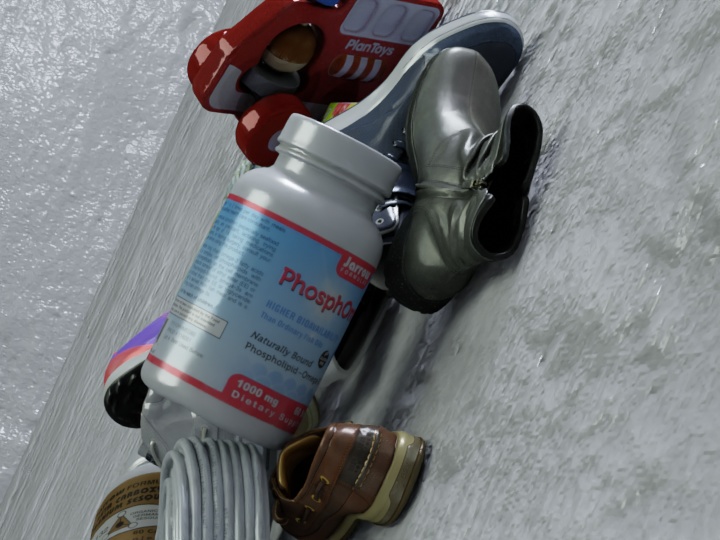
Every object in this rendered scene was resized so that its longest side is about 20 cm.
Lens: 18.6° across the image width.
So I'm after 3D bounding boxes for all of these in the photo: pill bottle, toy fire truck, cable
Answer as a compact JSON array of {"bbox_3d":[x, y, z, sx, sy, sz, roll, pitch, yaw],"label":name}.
[{"bbox_3d":[-0.053,0.006,1.423,0.201,0.108,0.109,-64,11,-2],"label":"pill bottle"},{"bbox_3d":[-0.040,-0.180,1.840,0.168,0.199,0.112,-56,52,25],"label":"toy fire truck"},{"bbox_3d":[-0.097,0.209,1.418,0.200,0.069,0.201,-107,21,-68],"label":"cable"},{"bbox_3d":[-0.149,0.212,1.673,0.115,0.114,0.200,-59,11,25],"label":"pill bottle"}]

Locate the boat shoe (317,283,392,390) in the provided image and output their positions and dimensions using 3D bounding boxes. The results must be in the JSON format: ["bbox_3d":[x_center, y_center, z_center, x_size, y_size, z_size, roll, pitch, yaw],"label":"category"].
[{"bbox_3d":[0.000,0.000,1.580,0.065,0.072,0.200,-9,39,40],"label":"boat shoe"}]

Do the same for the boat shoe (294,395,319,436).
[{"bbox_3d":[-0.096,0.103,1.675,0.065,0.073,0.200,-23,9,-28],"label":"boat shoe"}]

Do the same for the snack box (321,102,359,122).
[{"bbox_3d":[-0.023,-0.030,1.734,0.201,0.067,0.169,-67,12,-1],"label":"snack box"}]

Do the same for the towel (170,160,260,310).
[{"bbox_3d":[-0.120,0.010,1.908,0.171,0.048,0.201,-107,38,-72],"label":"towel"}]

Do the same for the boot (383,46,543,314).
[{"bbox_3d":[0.081,-0.075,1.405,0.131,0.067,0.201,-39,35,55],"label":"boot"}]

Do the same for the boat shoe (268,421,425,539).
[{"bbox_3d":[-0.022,0.128,1.396,0.072,0.067,0.200,-69,12,-19],"label":"boat shoe"}]

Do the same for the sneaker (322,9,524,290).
[{"bbox_3d":[0.047,-0.077,1.516,0.202,0.077,0.147,-39,41,16],"label":"sneaker"}]

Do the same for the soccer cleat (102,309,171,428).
[{"bbox_3d":[-0.110,0.040,1.640,0.200,0.068,0.073,-34,31,13],"label":"soccer cleat"}]

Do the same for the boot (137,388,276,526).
[{"bbox_3d":[-0.112,0.141,1.575,0.074,0.095,0.201,21,-106,-80],"label":"boot"}]
